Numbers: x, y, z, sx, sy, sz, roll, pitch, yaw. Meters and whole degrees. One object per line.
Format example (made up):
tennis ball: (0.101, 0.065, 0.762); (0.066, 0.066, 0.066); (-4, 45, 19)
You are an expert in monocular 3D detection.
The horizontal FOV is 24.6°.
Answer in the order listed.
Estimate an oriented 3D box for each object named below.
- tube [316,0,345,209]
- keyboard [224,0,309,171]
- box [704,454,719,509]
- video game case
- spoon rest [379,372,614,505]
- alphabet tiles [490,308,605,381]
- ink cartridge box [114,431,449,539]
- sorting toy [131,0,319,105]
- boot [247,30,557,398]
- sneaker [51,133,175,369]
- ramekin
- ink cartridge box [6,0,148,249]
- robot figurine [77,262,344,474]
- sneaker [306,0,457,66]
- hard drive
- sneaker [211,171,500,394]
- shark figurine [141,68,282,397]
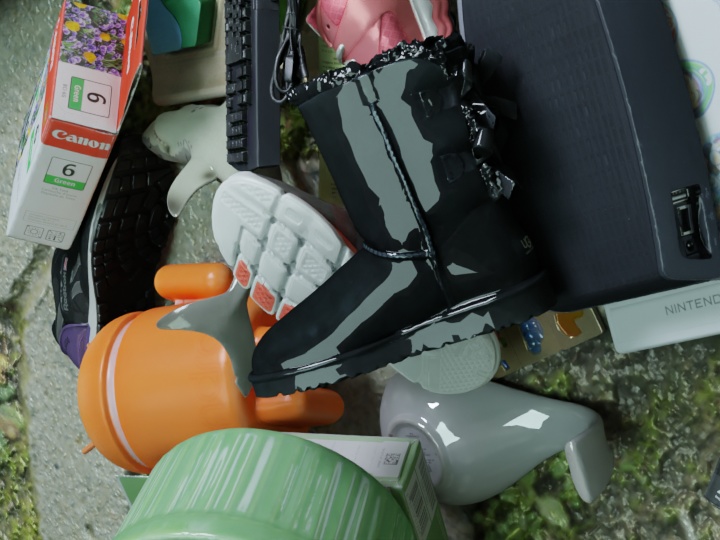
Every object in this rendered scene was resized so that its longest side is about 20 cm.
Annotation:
tube: (0.001, -0.126, 1.023); (0.058, 0.052, 0.202); (16, 115, 55)
keyboard: (-0.061, -0.161, 0.978); (0.127, 0.020, 0.202); (-177, 85, -65)
box: (0.299, 0.087, 0.863); (0.199, 0.047, 0.195); (30, 119, 29)
video game case: (0.182, -0.067, 0.885); (0.181, 0.024, 0.202); (-17, 87, 51)
spoon rest: (0.085, 0.108, 1.039); (0.199, 0.060, 0.100); (1, 113, 51)
alphabet tiles: (0.068, -0.015, 1.037); (0.199, 0.006, 0.168); (-28, 86, 41)
ink cartridge box: (-0.045, 0.170, 1.087); (0.198, 0.048, 0.146); (2, 133, 21)
sorting toy: (-0.097, -0.215, 1.081); (0.184, 0.036, 0.202); (-4, 102, 39)
boot: (0.004, -0.031, 0.916); (0.197, 0.073, 0.164); (-20, 95, 19)
sneaker: (-0.195, -0.013, 1.205); (0.087, 0.075, 0.202); (31, 122, 33)
ramekin: (-0.060, 0.190, 1.009); (0.198, 0.098, 0.201); (10, 134, 11)
ink cartridge box: (-0.192, -0.118, 1.119); (0.200, 0.050, 0.110); (122, 154, -48)
robot figurine: (-0.110, 0.078, 1.127); (0.198, 0.117, 0.145); (-8, 117, 28)
sneaker: (0.015, -0.136, 0.967); (0.086, 0.074, 0.202); (-11, 98, 8)
hard drive: (0.119, -0.080, 0.904); (0.134, 0.042, 0.202); (-16, 89, 52)
sneaker: (0.000, 0.000, 1.011); (0.199, 0.082, 0.077); (34, 123, -4)
shark figurine: (-0.067, -0.038, 1.069); (0.128, 0.089, 0.216); (-33, 48, 19)
